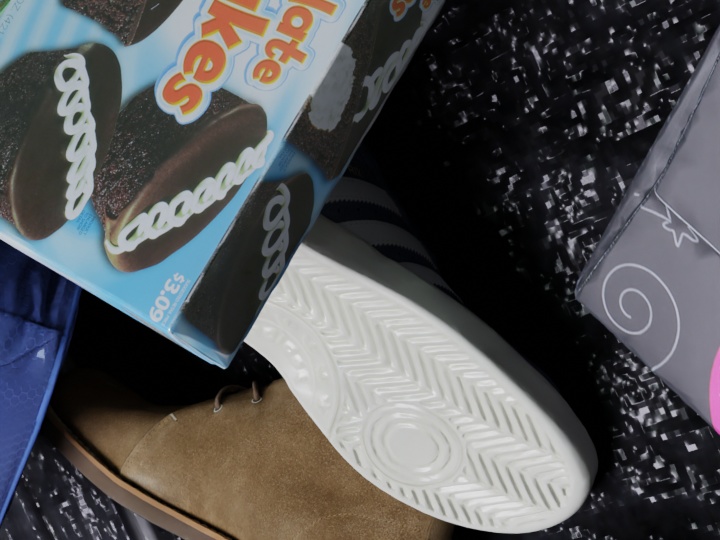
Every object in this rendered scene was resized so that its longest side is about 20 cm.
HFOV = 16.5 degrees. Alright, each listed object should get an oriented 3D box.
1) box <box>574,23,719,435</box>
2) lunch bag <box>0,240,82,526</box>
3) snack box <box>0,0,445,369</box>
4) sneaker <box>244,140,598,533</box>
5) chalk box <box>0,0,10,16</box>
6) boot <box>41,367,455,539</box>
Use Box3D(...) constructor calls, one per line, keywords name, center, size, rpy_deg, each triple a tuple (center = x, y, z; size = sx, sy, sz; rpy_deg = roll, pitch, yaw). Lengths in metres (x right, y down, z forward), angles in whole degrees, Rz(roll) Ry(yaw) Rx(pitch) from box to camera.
Box3D(name="box", center=(0.175, 0.008, 0.584), size=(0.200, 0.114, 0.133), rpy_deg=(44, 132, 20))
Box3D(name="lunch bag", center=(-0.183, 0.033, 0.899), size=(0.131, 0.136, 0.201), rpy_deg=(17, 124, -11))
Box3D(name="snack box", center=(-0.036, -0.085, 0.721), size=(0.116, 0.037, 0.201), rpy_deg=(27, 84, 33))
Box3D(name="sneaker", center=(0.000, 0.000, 0.797), size=(0.200, 0.085, 0.075), rpy_deg=(39, 127, -8))
Box3D(name="chalk box", center=(-0.136, -0.140, 0.823), size=(0.124, 0.123, 0.201), rpy_deg=(-37, 82, 46))
Box3D(name="boot", center=(-0.040, 0.067, 0.880), size=(0.199, 0.073, 0.076), rpy_deg=(27, 95, 41))
